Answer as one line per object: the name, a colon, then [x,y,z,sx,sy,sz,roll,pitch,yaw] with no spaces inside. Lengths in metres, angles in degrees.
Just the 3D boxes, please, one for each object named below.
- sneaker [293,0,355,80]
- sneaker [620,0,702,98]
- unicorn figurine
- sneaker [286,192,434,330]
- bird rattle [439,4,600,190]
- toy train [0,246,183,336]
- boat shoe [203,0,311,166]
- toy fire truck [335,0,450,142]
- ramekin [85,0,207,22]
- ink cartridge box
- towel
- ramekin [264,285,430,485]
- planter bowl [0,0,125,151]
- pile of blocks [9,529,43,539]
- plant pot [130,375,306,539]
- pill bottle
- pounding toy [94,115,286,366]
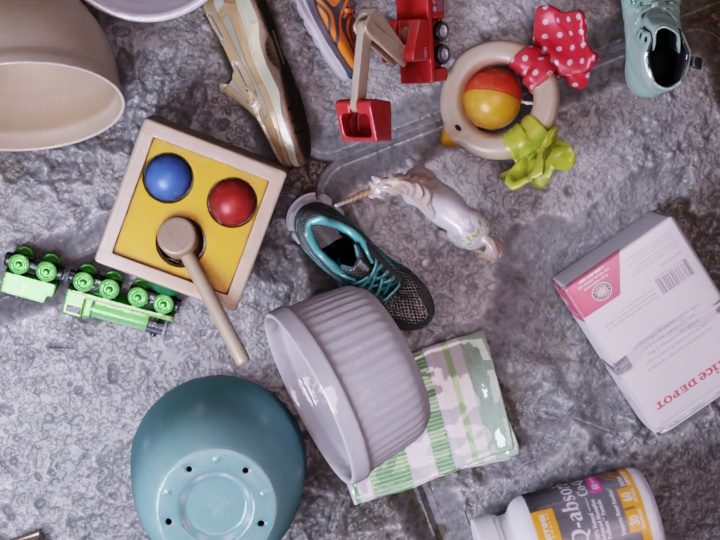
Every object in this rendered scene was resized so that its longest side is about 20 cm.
sneaker: [-0.020,-0.307,1.410,0.112,0.078,0.201,-25,100,0]
sneaker: [0.318,-0.284,1.422,0.073,0.118,0.202,-6,98,-2]
unicorn figurine: [0.074,-0.071,1.423,0.199,0.137,0.074,23,97,-8]
sneaker: [0.000,0.000,1.451,0.200,0.091,0.078,39,94,-9]
bird rattle: [0.166,-0.188,1.438,0.162,0.113,0.201,9,95,10]
toy train: [-0.293,0.025,1.457,0.199,0.042,0.057,16,106,-7]
boat shoe: [-0.113,-0.201,1.431,0.076,0.072,0.201,-17,92,12]
toy fire truck: [0.032,-0.239,1.397,0.141,0.049,0.201,-15,105,-48]
ramekin: [-0.218,-0.355,1.376,0.199,0.098,0.202,-1,99,-4]
ink cartridge box: [0.328,0.057,1.492,0.145,0.085,0.200,-34,98,1]
towel: [0.066,0.169,1.516,0.199,0.023,0.153,-18,99,-2]
ramekin: [-0.010,0.112,1.402,0.105,0.200,0.201,-26,100,-13]
planter bowl: [-0.343,-0.222,1.352,0.199,0.200,0.135,-7,73,-4]
pile of blocks: [-0.439,0.326,1.477,0.199,0.062,0.083,7,98,-6]
plant pot: [-0.153,0.228,1.437,0.199,0.161,0.202,-1,98,-4]
pill bottle: [0.231,0.299,1.503,0.199,0.116,0.117,-14,99,-3]
pounding toy: [-0.170,-0.035,1.405,0.183,0.142,0.201,20,96,-7]
